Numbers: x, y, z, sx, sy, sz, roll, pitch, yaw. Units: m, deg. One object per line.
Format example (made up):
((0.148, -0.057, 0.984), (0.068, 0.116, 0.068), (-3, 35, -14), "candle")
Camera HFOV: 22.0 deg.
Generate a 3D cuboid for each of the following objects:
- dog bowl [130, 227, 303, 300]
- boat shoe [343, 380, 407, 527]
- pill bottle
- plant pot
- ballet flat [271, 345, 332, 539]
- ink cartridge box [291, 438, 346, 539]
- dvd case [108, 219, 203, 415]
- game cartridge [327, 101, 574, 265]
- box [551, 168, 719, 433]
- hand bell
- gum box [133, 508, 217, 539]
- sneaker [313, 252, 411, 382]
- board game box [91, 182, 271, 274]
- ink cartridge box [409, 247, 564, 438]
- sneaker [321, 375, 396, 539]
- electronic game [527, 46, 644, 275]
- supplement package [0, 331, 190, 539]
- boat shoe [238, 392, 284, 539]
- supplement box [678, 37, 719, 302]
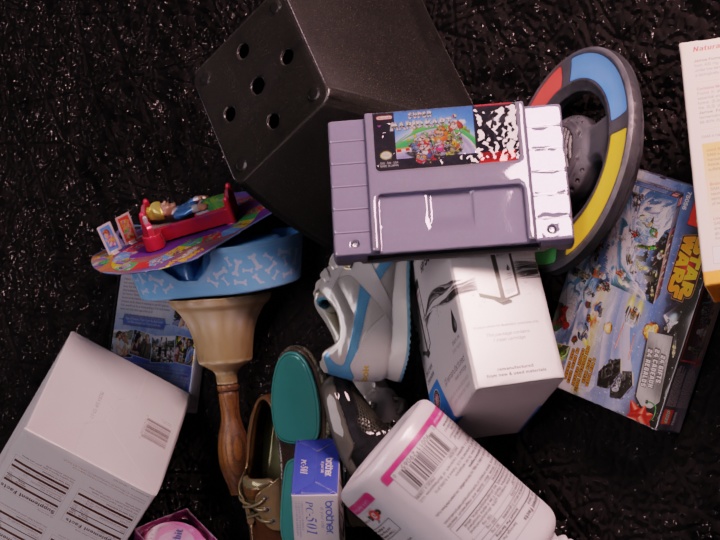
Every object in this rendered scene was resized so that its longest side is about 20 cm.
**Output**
((-0.145, -0.005, 1.858), (0.199, 0.111, 0.050), (-6, 98, 32), "dog bowl")
((0.014, 0.140, 1.731), (0.069, 0.071, 0.201), (1, 79, 17), "boat shoe")
((0.091, 0.213, 1.554), (0.200, 0.113, 0.113), (42, 115, 0), "pill bottle")
((-0.036, -0.158, 1.748), (0.199, 0.177, 0.201), (-40, 57, 29), "plant pot")
((-0.045, 0.167, 1.754), (0.068, 0.075, 0.201), (1, 95, 36), "ballet flat")
((-0.035, 0.262, 1.673), (0.094, 0.044, 0.201), (-87, -4, -64), "ink cartridge box")
((-0.213, 0.047, 1.978), (0.142, 0.017, 0.201), (5, 87, 43), "dvd case")
((0.073, -0.074, 1.547), (0.199, 0.038, 0.130), (-5, 73, 2), "game cartridge")
((0.236, 0.020, 1.561), (0.137, 0.040, 0.201), (23, 98, 43), "box")
((-0.132, 0.125, 1.863), (0.104, 0.104, 0.201), (-3, 93, 42), "hand bell")
((-0.143, 0.340, 1.802), (0.200, 0.066, 0.114), (38, 134, 39), "gum box")
((0.000, 0.000, 1.655), (0.077, 0.080, 0.201), (112, 158, -67), "sneaker")
((-0.177, -0.056, 1.848), (0.158, 0.200, 0.039), (3, 118, 45), "board game box")
((0.100, 0.029, 1.607), (0.146, 0.084, 0.201), (113, 148, -64), "ink cartridge box")
((0.046, 0.167, 1.653), (0.114, 0.076, 0.200), (-30, 88, 9), "sneaker")
((0.180, -0.094, 1.591), (0.200, 0.041, 0.201), (-42, 41, 51), "electronic game")
((-0.292, 0.212, 1.867), (0.200, 0.147, 0.191), (-56, 9, 27), "supplement package")
((-0.087, 0.214, 1.795), (0.075, 0.074, 0.201), (-4, 80, 42), "boat shoe")
((0.324, -0.084, 1.451), (0.125, 0.074, 0.201), (-6, 77, 16), "supplement box")
